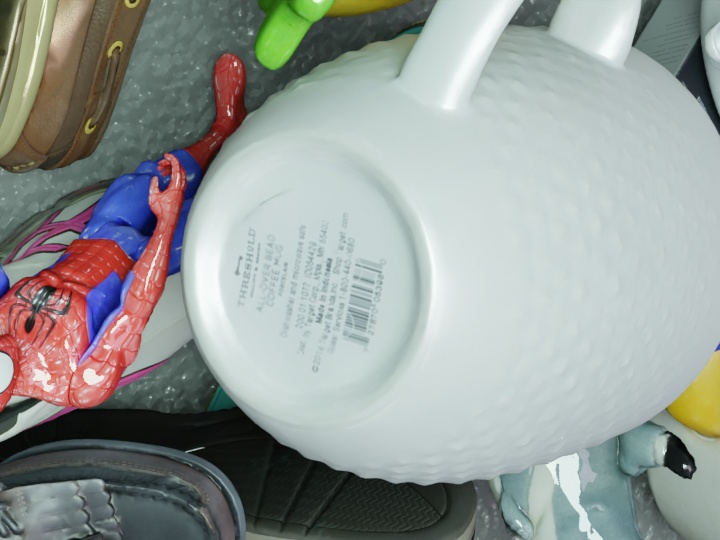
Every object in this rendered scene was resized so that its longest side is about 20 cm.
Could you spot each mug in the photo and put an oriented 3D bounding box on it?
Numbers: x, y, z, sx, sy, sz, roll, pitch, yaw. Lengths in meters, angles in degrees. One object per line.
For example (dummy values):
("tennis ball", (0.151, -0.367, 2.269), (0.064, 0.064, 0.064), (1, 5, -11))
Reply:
("mug", (0.035, -0.028, 0.785), (0.175, 0.147, 0.201), (-10, 126, -60))

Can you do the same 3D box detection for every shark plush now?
("shark plush", (0.088, 0.077, 0.940), (0.083, 0.201, 0.091), (-25, 156, 26))

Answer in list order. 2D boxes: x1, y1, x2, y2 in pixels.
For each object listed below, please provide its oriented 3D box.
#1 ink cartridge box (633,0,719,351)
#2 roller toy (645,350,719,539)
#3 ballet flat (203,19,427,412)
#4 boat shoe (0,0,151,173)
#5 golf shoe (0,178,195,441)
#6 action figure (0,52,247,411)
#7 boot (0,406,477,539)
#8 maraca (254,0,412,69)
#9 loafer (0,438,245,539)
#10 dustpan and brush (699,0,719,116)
("ink cartridge box", (0.135, -0.044, 0.950), (0.100, 0.039, 0.200), (59, 42, -24))
("roller toy", (0.215, 0.062, 1.039), (0.199, 0.140, 0.184), (-26, 128, -27))
("ballet flat", (0.000, 0.000, 0.943), (0.070, 0.071, 0.201), (23, 94, -34))
("boat shoe", (-0.092, -0.128, 0.838), (0.067, 0.072, 0.201), (10, 107, -44))
("golf shoe", (-0.113, 0.026, 0.863), (0.199, 0.092, 0.073), (-23, 116, -24))
("action figure", (-0.075, -0.029, 0.808), (0.200, 0.065, 0.099), (-50, 152, -44))
("boot", (-0.044, 0.130, 0.901), (0.073, 0.198, 0.152), (-62, 147, -54))
("maraca", (0.002, -0.137, 0.793), (0.106, 0.200, 0.138), (26, 114, -9))
("loafer", (-0.138, 0.103, 0.827), (0.198, 0.063, 0.072), (-7, 104, 15))
("dustpan and brush", (0.157, -0.080, 0.907), (0.199, 0.057, 0.141), (-9, 87, -53))
